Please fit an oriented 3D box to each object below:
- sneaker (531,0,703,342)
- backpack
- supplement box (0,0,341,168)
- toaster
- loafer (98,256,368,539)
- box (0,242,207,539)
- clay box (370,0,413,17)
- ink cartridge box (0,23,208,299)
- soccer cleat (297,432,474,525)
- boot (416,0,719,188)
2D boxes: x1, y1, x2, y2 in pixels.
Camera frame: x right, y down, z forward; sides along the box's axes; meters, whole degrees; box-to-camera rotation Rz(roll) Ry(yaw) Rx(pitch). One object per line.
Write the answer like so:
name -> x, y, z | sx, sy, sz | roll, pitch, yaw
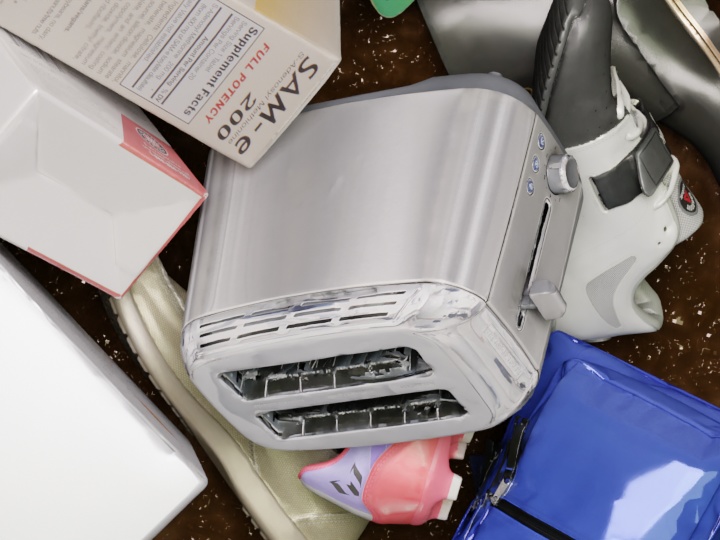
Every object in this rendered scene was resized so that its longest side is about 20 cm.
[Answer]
sneaker -> 0.121, -0.052, 1.077 | 0.088, 0.074, 0.201 | 4, 129, 5
backpack -> 0.108, 0.146, 1.068 | 0.162, 0.168, 0.201 | 27, 91, 26
supplement box -> -0.107, -0.148, 0.981 | 0.199, 0.126, 0.074 | 29, 122, -22
toaster -> 0.000, 0.000, 1.008 | 0.199, 0.114, 0.130 | -8, 53, 26
loafer -> -0.058, 0.057, 1.100 | 0.068, 0.076, 0.201 | -36, 104, -7
box -> -0.160, 0.068, 1.019 | 0.106, 0.200, 0.152 | -43, 94, -4
clay box -> -0.016, -0.228, 1.078 | 0.115, 0.047, 0.201 | -45, 114, -24
ink cartridge box -> -0.167, -0.086, 1.015 | 0.068, 0.200, 0.116 | -48, 138, 9
soccer cleat -> 0.026, 0.026, 1.084 | 0.076, 0.067, 0.201 | 14, 64, -3
boot -> 0.119, -0.088, 1.129 | 0.138, 0.077, 0.201 | -30, 91, 5
